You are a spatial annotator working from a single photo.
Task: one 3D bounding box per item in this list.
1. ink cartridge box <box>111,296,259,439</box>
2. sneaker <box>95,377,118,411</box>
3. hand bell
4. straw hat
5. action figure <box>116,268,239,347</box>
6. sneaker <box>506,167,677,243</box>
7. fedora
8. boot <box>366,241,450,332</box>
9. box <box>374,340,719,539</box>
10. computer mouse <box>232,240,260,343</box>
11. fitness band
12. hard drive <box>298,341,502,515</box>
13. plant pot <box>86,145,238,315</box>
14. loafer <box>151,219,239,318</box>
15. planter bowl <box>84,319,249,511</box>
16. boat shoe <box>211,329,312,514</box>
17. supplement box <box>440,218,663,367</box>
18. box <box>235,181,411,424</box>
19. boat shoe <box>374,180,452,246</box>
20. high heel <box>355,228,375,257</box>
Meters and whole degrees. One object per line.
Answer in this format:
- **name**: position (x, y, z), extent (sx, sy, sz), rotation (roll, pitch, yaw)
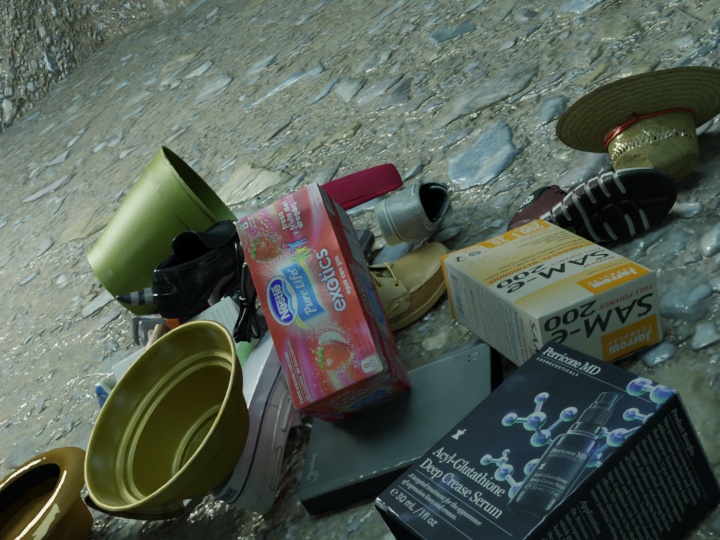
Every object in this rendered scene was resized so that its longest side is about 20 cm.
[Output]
- **ink cartridge box**: position (-0.200, 0.135, 1.206), extent (0.198, 0.067, 0.118), rotation (-31, 64, 1)
- **sneaker**: position (-0.228, 0.133, 1.282), extent (0.198, 0.078, 0.076), rotation (-27, 13, 3)
- **hand bell**: position (-0.223, 0.151, 1.133), extent (0.103, 0.104, 0.203), rotation (-14, 57, 31)
- **straw hat**: position (0.315, -0.135, 1.152), extent (0.199, 0.200, 0.087), rotation (-18, 69, 26)
- **action figure**: position (-0.194, 0.028, 1.324), extent (0.192, 0.106, 0.200), rotation (-30, -3, -16)
- **sneaker**: position (0.239, -0.075, 1.158), extent (0.198, 0.076, 0.116), rotation (-23, 24, 18)
- **fedora**: position (-0.357, 0.285, 1.158), extent (0.199, 0.082, 0.202), rotation (-29, 27, 17)
- **boot**: position (0.000, 0.000, 1.176), extent (0.198, 0.156, 0.073), rotation (-33, 40, -1)
- **box**: position (0.138, 0.169, 0.795), extent (0.199, 0.108, 0.148), rotation (-39, 26, -17)
- **computer mouse**: position (-0.102, 0.010, 1.223), extent (0.043, 0.112, 0.200), rotation (-1, 8, 17)
- **fitness band**: position (-0.036, -0.079, 1.302), extent (0.198, 0.038, 0.143), rotation (-24, -7, -37)
- **hard drive**: position (0.040, 0.150, 1.020), extent (0.198, 0.033, 0.140), rotation (-22, 27, 19)
- **plant pot**: position (-0.290, -0.041, 1.566), extent (0.193, 0.201, 0.201), rotation (-42, 25, 4)
- **loafer**: position (-0.189, -0.017, 1.262), extent (0.067, 0.071, 0.201), rotation (-6, 26, 20)
- **planter bowl**: position (-0.167, 0.154, 1.025), extent (0.199, 0.083, 0.202), rotation (-28, 38, 25)
- **boat shoe**: position (-0.086, 0.155, 1.096), extent (0.074, 0.085, 0.204), rotation (-40, 29, 41)
- **supplement box**: position (0.175, 0.024, 1.016), extent (0.124, 0.075, 0.200), rotation (-20, 23, -16)
- **box**: position (-0.035, 0.033, 1.035), extent (0.094, 0.103, 0.203), rotation (-25, 69, 11)
- **boat shoe**: position (0.077, -0.073, 1.284), extent (0.071, 0.071, 0.201), rotation (-20, 3, 19)
- **high heel**: position (-0.086, 0.005, 1.368), extent (0.197, 0.072, 0.143), rotation (-10, 29, 25)
